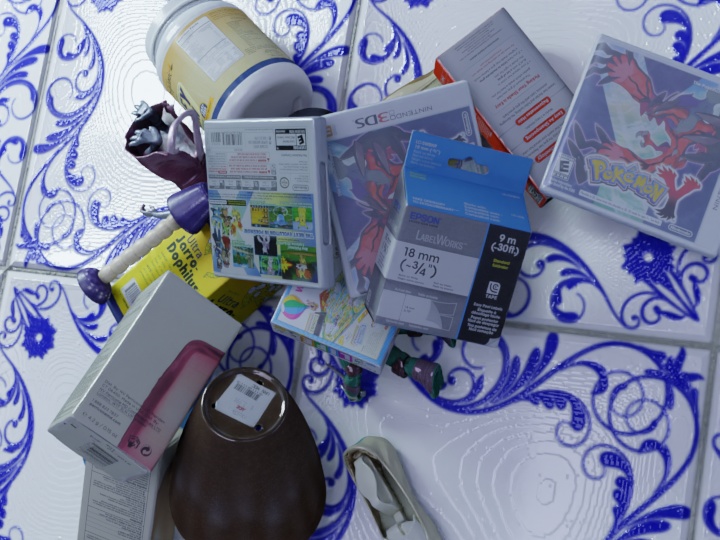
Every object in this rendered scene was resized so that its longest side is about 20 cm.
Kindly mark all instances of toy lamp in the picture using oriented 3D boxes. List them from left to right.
[{"bbox_3d":[-0.253,-0.034,1.499,0.200,0.058,0.058,-38,65,15],"label":"toy lamp"}]

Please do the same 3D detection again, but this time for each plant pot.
[{"bbox_3d":[-0.127,0.199,1.385,0.185,0.201,0.188,2,52,-2],"label":"plant pot"}]

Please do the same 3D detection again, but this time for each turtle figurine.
[{"bbox_3d":[0.007,0.079,1.449,0.199,0.101,0.151,11,84,22],"label":"turtle figurine"}]

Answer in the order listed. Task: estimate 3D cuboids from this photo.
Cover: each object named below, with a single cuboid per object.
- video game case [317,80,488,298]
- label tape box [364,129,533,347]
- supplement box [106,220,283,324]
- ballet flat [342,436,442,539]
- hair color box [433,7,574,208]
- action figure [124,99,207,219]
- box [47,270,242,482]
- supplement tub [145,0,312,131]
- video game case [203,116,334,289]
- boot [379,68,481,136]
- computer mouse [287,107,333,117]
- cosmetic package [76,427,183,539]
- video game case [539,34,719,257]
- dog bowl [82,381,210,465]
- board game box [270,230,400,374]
[{"bbox_3d":[0.052,-0.088,1.360,0.181,0.023,0.202,-15,100,-4],"label":"video game case"},{"bbox_3d":[0.100,-0.032,1.325,0.143,0.063,0.201,12,105,-12],"label":"label tape box"},{"bbox_3d":[-0.202,0.019,1.554,0.200,0.109,0.110,-40,64,13],"label":"supplement box"},{"bbox_3d":[0.038,0.278,1.403,0.069,0.069,0.201,-36,66,15],"label":"ballet flat"},{"bbox_3d":[0.181,-0.181,1.391,0.101,0.061,0.201,-36,83,-4],"label":"hair color box"},{"bbox_3d":[-0.203,-0.127,1.551,0.148,0.200,0.135,-7,45,41],"label":"action figure"},{"bbox_3d":[-0.241,0.121,1.393,0.201,0.109,0.128,-59,14,-26],"label":"box"},{"bbox_3d":[-0.170,-0.250,1.579,0.145,0.144,0.200,-48,63,9],"label":"supplement tub"},{"bbox_3d":[-0.104,-0.078,1.384,0.199,0.022,0.184,6,102,47],"label":"video game case"},{"bbox_3d":[0.132,-0.173,1.456,0.199,0.073,0.156,-30,74,4],"label":"boot"},{"bbox_3d":[-0.058,-0.155,1.483,0.140,0.200,0.046,0,120,32],"label":"computer mouse"},{"bbox_3d":[-0.278,0.279,1.507,0.104,0.071,0.202,18,110,16],"label":"cosmetic package"},{"bbox_3d":[0.316,-0.134,1.328,0.199,0.023,0.183,21,85,6],"label":"video game case"},{"bbox_3d":[-0.259,0.196,1.557,0.200,0.050,0.112,-41,86,18],"label":"dog bowl"},{"bbox_3d":[0.000,0.000,1.409,0.134,0.034,0.201,22,72,9],"label":"board game box"}]
